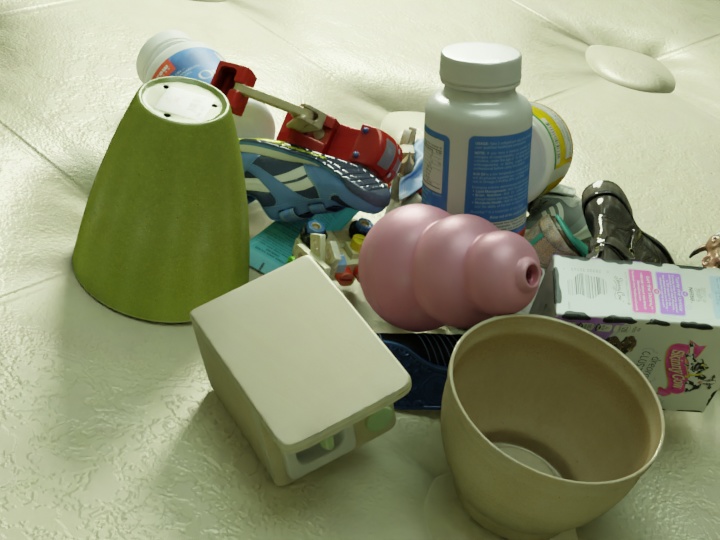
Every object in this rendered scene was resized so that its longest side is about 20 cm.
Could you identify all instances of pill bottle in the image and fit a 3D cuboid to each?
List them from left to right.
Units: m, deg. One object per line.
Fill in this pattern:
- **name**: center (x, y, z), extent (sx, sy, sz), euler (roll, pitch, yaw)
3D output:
- **pill bottle**: center (-0.192, -0.202, 1.704), extent (0.111, 0.113, 0.200), euler (-9, 40, -33)
- **pill bottle**: center (0.120, -0.125, 1.476), extent (0.111, 0.202, 0.112), euler (2, 24, -1)
- **pill bottle**: center (0.183, -0.136, 1.645), extent (0.112, 0.114, 0.200), euler (24, 16, 13)

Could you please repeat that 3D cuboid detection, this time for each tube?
- **tube**: center (-0.055, -0.052, 1.604), extent (0.077, 0.051, 0.200), euler (24, 43, 23)

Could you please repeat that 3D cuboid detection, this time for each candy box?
- **candy box**: center (0.269, 0.066, 1.422), extent (0.197, 0.168, 0.072), euler (4, 55, -5)

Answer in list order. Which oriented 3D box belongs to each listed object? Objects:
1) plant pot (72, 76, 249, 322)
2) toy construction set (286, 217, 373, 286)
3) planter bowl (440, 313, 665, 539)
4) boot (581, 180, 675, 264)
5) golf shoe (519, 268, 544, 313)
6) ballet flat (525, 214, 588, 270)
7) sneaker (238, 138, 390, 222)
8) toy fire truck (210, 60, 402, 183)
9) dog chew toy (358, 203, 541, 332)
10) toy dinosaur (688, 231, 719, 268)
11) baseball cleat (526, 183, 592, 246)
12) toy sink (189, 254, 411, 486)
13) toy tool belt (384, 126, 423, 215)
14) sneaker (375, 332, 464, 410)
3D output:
- **plant pot**: center (-0.189, -0.085, 1.444), extent (0.185, 0.202, 0.188), euler (9, 34, -6)
- **toy construction set**: center (0.000, 0.000, 1.504), extent (0.198, 0.093, 0.132), euler (9, 35, -40)
- **planter bowl**: center (0.156, 0.157, 1.294), extent (0.198, 0.136, 0.201), euler (11, 40, -10)
- **boot**: center (0.290, 0.014, 1.558), extent (0.200, 0.069, 0.175), euler (49, 28, -28)
- **golf shoe**: center (0.185, 0.039, 1.530), extent (0.198, 0.092, 0.075), euler (22, 32, 7)
- **ballet flat**: center (0.228, -0.007, 1.611), extent (0.200, 0.067, 0.068), euler (37, 21, -54)
- **sneaker**: center (-0.056, -0.087, 1.553), extent (0.198, 0.083, 0.074), euler (19, 10, 29)
- **toy fire truck**: center (-0.060, -0.162, 1.584), extent (0.198, 0.049, 0.141), euler (19, -9, 21)
- **dog chew toy**: center (0.090, -0.001, 1.374), extent (0.124, 0.126, 0.199), euler (-18, 14, -41)
- **toy dinosaur**: center (0.392, 0.056, 1.607), extent (0.135, 0.087, 0.200), euler (25, 50, 33)
- **baseball cleat**: center (0.211, -0.052, 1.695), extent (0.199, 0.070, 0.107), euler (-4, 45, -45)
- **toy sink**: center (-0.048, 0.104, 1.286), extent (0.129, 0.113, 0.200), euler (-26, 45, -17)
- **toy tool belt**: center (0.077, -0.106, 1.665), extent (0.123, 0.124, 0.201), euler (8, 34, -12)
- **sneaker**: center (0.068, 0.096, 1.426), extent (0.197, 0.071, 0.078), euler (13, 19, -5)
